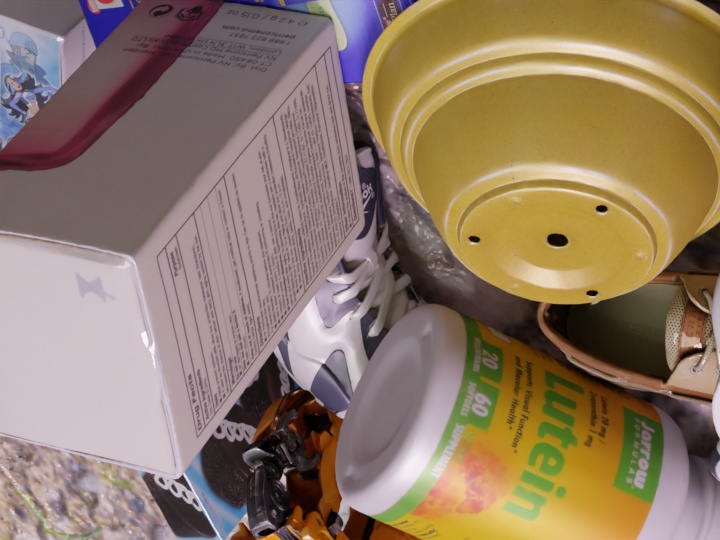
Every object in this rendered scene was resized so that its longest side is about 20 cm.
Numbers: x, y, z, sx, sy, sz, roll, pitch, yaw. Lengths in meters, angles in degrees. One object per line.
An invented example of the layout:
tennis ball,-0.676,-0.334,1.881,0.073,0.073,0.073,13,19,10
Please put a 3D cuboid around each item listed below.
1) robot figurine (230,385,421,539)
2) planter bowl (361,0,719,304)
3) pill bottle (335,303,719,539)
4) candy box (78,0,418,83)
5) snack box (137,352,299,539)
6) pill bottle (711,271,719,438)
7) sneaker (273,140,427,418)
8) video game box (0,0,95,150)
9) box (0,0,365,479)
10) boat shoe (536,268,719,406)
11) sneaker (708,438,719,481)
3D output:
robot figurine,-0.015,0.134,1.320,0.058,0.200,0.145,-29,105,23
planter bowl,0.094,-0.043,1.134,0.199,0.084,0.201,6,146,4
pill bottle,0.097,0.105,1.251,0.199,0.112,0.111,25,139,-19
candy box,-0.055,-0.179,1.192,0.199,0.077,0.170,2,125,32
snack box,-0.104,0.038,1.365,0.037,0.116,0.201,-10,117,38
pill bottle,0.213,-0.001,1.047,0.112,0.201,0.113,14,135,14
sneaker,0.000,0.000,1.291,0.198,0.080,0.130,34,137,11
video game box,-0.241,-0.098,1.404,0.199,0.047,0.183,21,134,19
box,-0.092,-0.021,1.148,0.108,0.200,0.129,11,130,25
boat shoe,0.173,0.035,1.179,0.199,0.074,0.076,2,86,38
sneaker,0.261,0.136,1.222,0.200,0.073,0.071,44,121,12
